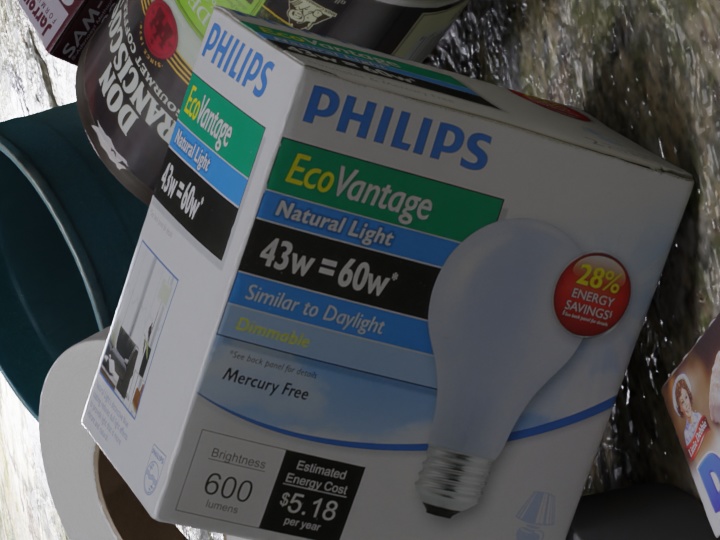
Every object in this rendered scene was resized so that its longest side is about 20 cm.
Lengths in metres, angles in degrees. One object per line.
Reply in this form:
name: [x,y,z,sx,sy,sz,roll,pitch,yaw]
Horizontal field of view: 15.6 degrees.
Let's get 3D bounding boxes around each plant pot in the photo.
plant pot: [-0.122,-0.020,1.582,0.200,0.187,0.201,41,143,40]

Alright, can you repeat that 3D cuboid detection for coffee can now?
coffee can: [-0.037,-0.132,1.298,0.200,0.146,0.147,-50,50,45]

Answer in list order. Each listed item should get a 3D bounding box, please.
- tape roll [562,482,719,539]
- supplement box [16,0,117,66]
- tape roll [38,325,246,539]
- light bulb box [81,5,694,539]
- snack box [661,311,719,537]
tape roll: [0.125,0.200,1.197,0.200,0.066,0.202,170,90,-71]
supplement box: [-0.103,-0.139,1.484,0.061,0.199,0.109,-54,45,17]
tape roll: [-0.097,0.123,1.422,0.202,0.037,0.204,27,132,35]
light bulb box: [0.009,0.014,1.147,0.125,0.197,0.201,38,112,63]
snack box: [0.170,0.035,1.035,0.200,0.024,0.072,116,139,-61]
